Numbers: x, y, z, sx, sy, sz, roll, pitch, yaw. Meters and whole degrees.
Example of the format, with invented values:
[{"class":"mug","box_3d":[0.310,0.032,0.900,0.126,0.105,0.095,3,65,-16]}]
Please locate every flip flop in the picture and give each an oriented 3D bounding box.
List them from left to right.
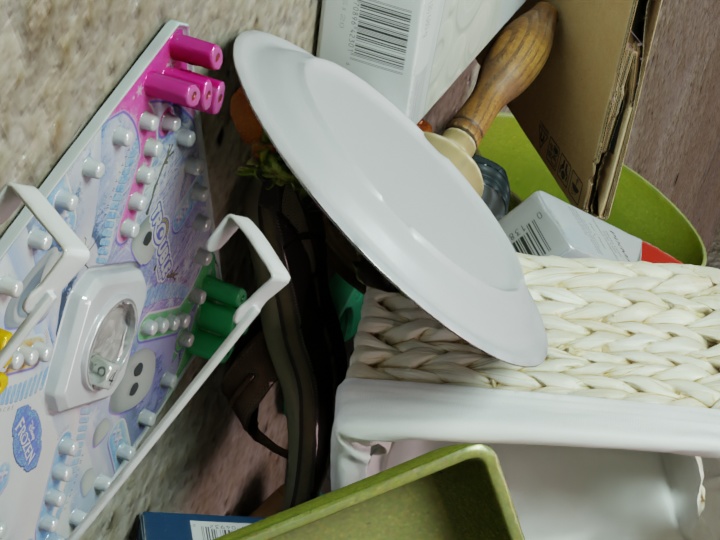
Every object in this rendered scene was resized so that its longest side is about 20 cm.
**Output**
[{"class":"flip flop","box_3d":[-0.046,0.042,0.867,0.081,0.057,0.200,-66,152,-60]}]

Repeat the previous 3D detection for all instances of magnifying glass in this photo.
[{"class":"magnifying glass","box_3d":[0.000,0.000,1.020,0.080,0.022,0.200,63,46,-73]}]

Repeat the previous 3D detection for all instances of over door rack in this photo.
[{"class":"over door rack","box_3d":[-0.103,0.074,0.588,0.200,0.067,0.148,-61,156,10]}]

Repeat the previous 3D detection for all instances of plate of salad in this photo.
[{"class":"plate of salad","box_3d":[0.009,-0.028,0.760,0.048,0.200,0.200,-43,171,16]}]

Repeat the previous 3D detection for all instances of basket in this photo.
[{"class":"basket","box_3d":[0.089,0.072,0.852,0.136,0.200,0.124,89,5,-51]}]

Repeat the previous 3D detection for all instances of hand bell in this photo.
[{"class":"hand bell","box_3d":[0.061,-0.080,0.944,0.200,0.104,0.104,-54,158,-30]}]

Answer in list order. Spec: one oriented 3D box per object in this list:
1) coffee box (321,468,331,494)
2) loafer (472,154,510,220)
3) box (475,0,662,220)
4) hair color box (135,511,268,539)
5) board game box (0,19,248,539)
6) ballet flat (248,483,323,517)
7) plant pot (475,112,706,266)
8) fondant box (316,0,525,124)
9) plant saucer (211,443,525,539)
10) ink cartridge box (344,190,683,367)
[{"class":"coffee box","box_3d":[0.014,0.179,1.111,0.080,0.113,0.200,-52,156,-47]},{"class":"loafer","box_3d":[0.044,0.021,1.059,0.072,0.073,0.200,-84,-177,-47]},{"class":"box","box_3d":[0.120,-0.153,1.017,0.200,0.021,0.164,-114,-154,-49]},{"class":"hair color box","box_3d":[-0.076,0.224,0.865,0.061,0.100,0.200,-110,-152,-60]},{"class":"board game box","box_3d":[-0.104,0.031,0.702,0.200,0.026,0.200,88,27,-52]},{"class":"ballet flat","box_3d":[-0.051,0.204,1.049,0.063,0.069,0.200,-29,142,-24]},{"class":"plant pot","box_3d":[0.110,0.023,1.184,0.200,0.187,0.187,-60,170,26]},{"class":"fondant box","box_3d":[0.046,-0.182,0.896,0.200,0.058,0.144,-52,156,-50]},{"class":"plant saucer","box_3d":[-0.010,0.180,0.794,0.048,0.200,0.200,-115,-176,-60]},{"class":"ink cartridge box","box_3d":[0.104,0.038,1.012,0.160,0.047,0.200,-40,147,22]}]
